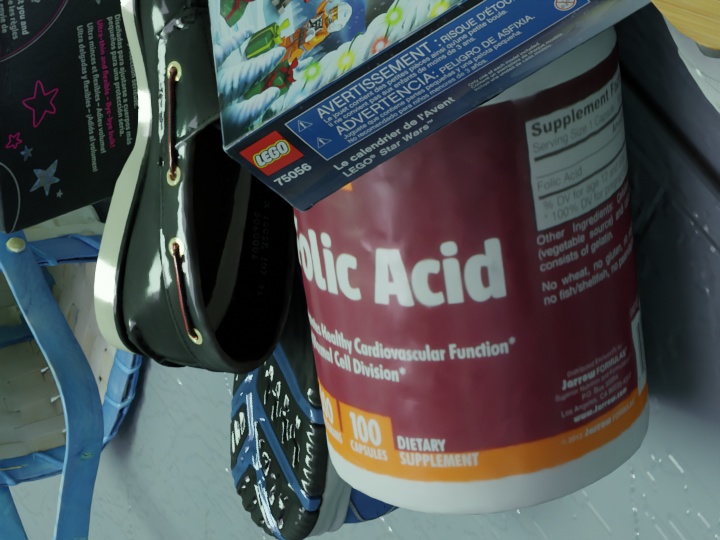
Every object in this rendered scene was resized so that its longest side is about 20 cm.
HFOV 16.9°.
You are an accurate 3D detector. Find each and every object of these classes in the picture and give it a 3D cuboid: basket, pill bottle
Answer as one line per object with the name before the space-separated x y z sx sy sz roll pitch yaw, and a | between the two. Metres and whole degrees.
basket | -0.164 0.054 1.114 0.200 0.138 0.177 54 145 37
pill bottle | 0.032 -0.032 0.802 0.114 0.114 0.201 19 124 50

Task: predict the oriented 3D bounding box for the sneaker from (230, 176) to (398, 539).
sneaker | 0.000 0.000 0.914 0.076 0.077 0.201 23 109 52

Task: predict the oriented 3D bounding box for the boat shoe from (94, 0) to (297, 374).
boat shoe | -0.047 -0.064 0.862 0.063 0.073 0.203 11 97 37

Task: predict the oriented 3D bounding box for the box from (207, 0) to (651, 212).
box | 0.015 -0.131 0.697 0.136 0.040 0.201 -30 46 23

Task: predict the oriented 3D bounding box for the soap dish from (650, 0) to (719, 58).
soap dish | 0.166 -0.095 0.547 0.200 0.157 0.082 27 147 45

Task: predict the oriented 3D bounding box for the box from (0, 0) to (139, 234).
box | -0.129 -0.138 0.913 0.132 0.114 0.201 29 130 47

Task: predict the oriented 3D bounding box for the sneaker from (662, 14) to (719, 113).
sneaker | 0.144 -0.059 0.684 0.201 0.075 0.100 57 162 20
